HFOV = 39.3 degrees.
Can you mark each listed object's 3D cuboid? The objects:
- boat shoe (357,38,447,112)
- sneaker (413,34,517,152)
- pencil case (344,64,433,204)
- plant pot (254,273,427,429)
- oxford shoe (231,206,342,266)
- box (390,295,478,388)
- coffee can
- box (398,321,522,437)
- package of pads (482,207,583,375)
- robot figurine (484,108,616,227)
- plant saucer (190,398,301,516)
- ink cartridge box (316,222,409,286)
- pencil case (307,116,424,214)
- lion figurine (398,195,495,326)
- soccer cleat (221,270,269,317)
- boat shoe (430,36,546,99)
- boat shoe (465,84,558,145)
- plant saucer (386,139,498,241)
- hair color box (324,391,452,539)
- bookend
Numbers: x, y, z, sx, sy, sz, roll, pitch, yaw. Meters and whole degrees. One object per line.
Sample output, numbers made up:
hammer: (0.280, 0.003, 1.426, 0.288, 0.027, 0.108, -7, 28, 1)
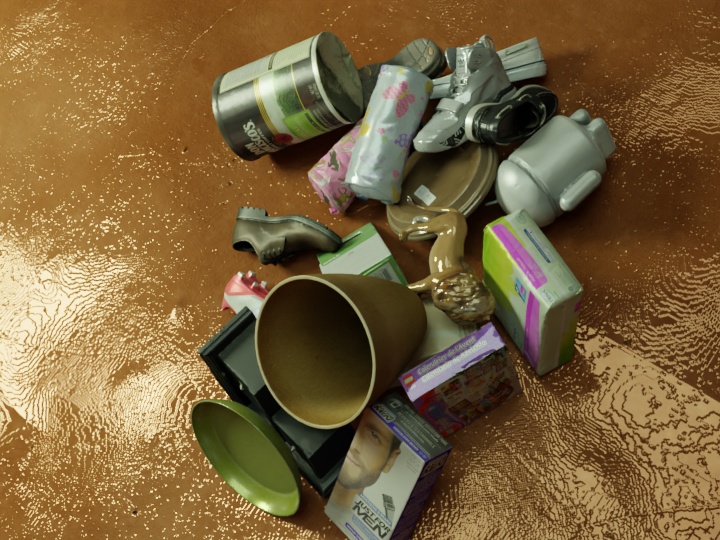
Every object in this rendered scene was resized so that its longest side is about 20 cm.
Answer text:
boat shoe: (0.055, -0.299, 1.623, 0.198, 0.073, 0.076, -20, 68, 32)
sneaker: (0.142, -0.261, 1.484, 0.199, 0.116, 0.075, -35, 27, -24)
pencil case: (0.044, -0.201, 1.495, 0.089, 0.083, 0.203, 18, 87, -11)
plant pot: (-0.004, 0.083, 1.292, 0.184, 0.199, 0.190, 8, 104, 33)
oxford shoe: (-0.115, -0.042, 1.561, 0.197, 0.073, 0.086, 7, 70, 33)
box: (0.070, 0.102, 1.427, 0.197, 0.078, 0.096, -17, 61, 9)
coffee can: (-0.114, -0.274, 1.593, 0.197, 0.146, 0.149, -16, 61, 27)
box: (0.135, 0.149, 1.316, 0.136, 0.200, 0.039, -31, 62, 1)
package of pads: (0.223, 0.029, 1.343, 0.067, 0.201, 0.155, -27, 59, -10)
robot figurine: (0.274, -0.142, 1.455, 0.199, 0.113, 0.170, -40, 35, -3)
plant saucer: (-0.150, 0.249, 1.378, 0.198, 0.202, 0.031, 28, 50, 27)
ink cartridge box: (0.000, 0.000, 1.483, 0.103, 0.060, 0.200, -32, 18, 1)
pencil case: (0.008, -0.180, 1.574, 0.200, 0.083, 0.087, -42, 74, -5)
lion figurine: (0.118, -0.020, 1.375, 0.121, 0.072, 0.203, -13, 72, 29)
soccer cleat: (-0.131, 0.080, 1.520, 0.199, 0.066, 0.077, 39, 112, 23)
boat shoe: (0.190, -0.317, 1.580, 0.197, 0.074, 0.068, -13, 97, -1)
boat shoe: (0.237, -0.227, 1.481, 0.060, 0.198, 0.075, 20, 117, 42)
plant saucer: (0.115, -0.133, 1.501, 0.198, 0.029, 0.202, -28, 40, 26)
hair color box: (0.032, 0.271, 1.303, 0.109, 0.064, 0.202, 40, 126, 29)
bookend: (-0.101, 0.182, 1.372, 0.092, 0.200, 0.199, -42, 61, -14)
